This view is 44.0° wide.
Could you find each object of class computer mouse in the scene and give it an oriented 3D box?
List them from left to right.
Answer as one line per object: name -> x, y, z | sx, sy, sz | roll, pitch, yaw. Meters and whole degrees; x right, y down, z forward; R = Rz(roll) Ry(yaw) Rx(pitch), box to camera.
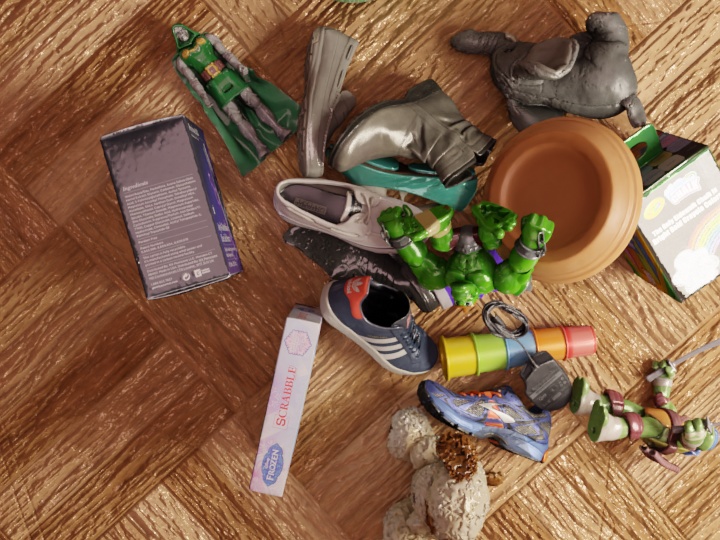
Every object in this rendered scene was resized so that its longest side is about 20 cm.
computer mouse -> 0.205, 0.105, 1.110 | 0.059, 0.034, 0.200 | -38, 119, 0

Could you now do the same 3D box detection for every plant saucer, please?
plant saucer -> 0.229, -0.085, 1.052 | 0.200, 0.037, 0.201 | -3, 84, 36

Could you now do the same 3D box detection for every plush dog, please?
plush dog -> 0.112, 0.279, 1.103 | 0.160, 0.172, 0.200 | 4, 92, -2

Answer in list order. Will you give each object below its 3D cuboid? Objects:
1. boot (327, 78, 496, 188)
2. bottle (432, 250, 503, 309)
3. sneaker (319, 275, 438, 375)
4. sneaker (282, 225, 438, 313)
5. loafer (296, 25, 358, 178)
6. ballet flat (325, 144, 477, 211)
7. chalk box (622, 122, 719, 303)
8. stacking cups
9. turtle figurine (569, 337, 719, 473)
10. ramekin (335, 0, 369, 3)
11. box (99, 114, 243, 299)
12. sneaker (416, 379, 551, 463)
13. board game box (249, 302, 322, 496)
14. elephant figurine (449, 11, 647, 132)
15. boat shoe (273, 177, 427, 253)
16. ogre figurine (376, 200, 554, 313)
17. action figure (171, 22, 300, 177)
boot -> 0.069, -0.149, 1.086 | 0.200, 0.068, 0.131 | -34, 72, -28
bottle -> 0.181, -0.018, 1.143 | 0.200, 0.065, 0.084 | -30, 86, 0
sneaker -> 0.045, 0.068, 1.097 | 0.200, 0.084, 0.075 | 32, 51, -36
sneaker -> 0.000, 0.000, 1.144 | 0.104, 0.060, 0.200 | -41, 87, -2
loafer -> -0.039, -0.209, 1.112 | 0.070, 0.070, 0.200 | 9, 78, -11
ballet flat -> 0.048, -0.110, 1.138 | 0.200, 0.067, 0.071 | 10, 109, 0
chalk box -> 0.368, -0.086, 1.092 | 0.125, 0.124, 0.200 | -35, 110, 1
stacking cups -> 0.204, 0.100, 1.152 | 0.200, 0.061, 0.061 | -8, 93, -1
turtle figurine -> 0.378, 0.158, 1.114 | 0.194, 0.200, 0.144 | 7, 54, -12
ramekin -> -0.009, -0.431, 1.101 | 0.200, 0.098, 0.200 | 0, 93, -1
box -> -0.225, -0.076, 1.088 | 0.104, 0.148, 0.200 | -16, 94, -1
sneaker -> 0.162, 0.180, 1.152 | 0.200, 0.075, 0.079 | 25, 81, -18
board game box -> -0.086, 0.146, 1.078 | 0.041, 0.200, 0.200 | 13, 92, -2
elephant figurine -> 0.227, -0.239, 1.104 | 0.200, 0.155, 0.142 | -10, 105, -3
boat shoe -> -0.010, -0.074, 1.092 | 0.200, 0.066, 0.072 | 18, 80, 3
ogre figurine -> 0.128, -0.021, 1.043 | 0.200, 0.098, 0.120 | -10, 131, 11
action figure -> -0.171, -0.233, 1.130 | 0.118, 0.055, 0.200 | -42, 93, -4
